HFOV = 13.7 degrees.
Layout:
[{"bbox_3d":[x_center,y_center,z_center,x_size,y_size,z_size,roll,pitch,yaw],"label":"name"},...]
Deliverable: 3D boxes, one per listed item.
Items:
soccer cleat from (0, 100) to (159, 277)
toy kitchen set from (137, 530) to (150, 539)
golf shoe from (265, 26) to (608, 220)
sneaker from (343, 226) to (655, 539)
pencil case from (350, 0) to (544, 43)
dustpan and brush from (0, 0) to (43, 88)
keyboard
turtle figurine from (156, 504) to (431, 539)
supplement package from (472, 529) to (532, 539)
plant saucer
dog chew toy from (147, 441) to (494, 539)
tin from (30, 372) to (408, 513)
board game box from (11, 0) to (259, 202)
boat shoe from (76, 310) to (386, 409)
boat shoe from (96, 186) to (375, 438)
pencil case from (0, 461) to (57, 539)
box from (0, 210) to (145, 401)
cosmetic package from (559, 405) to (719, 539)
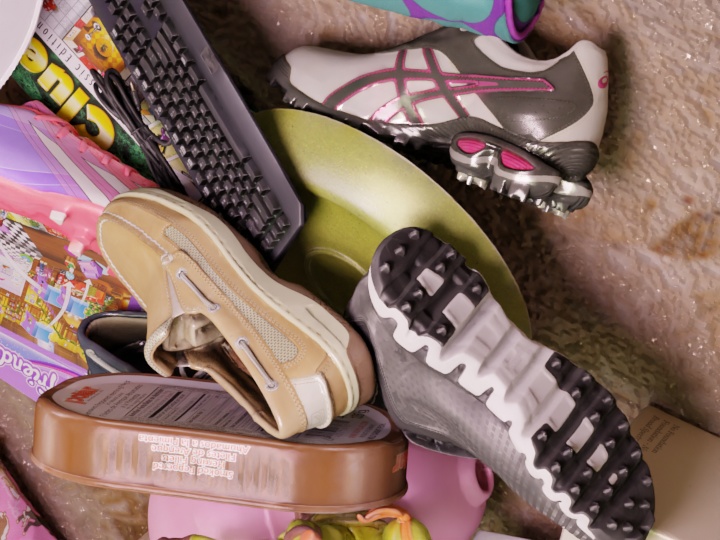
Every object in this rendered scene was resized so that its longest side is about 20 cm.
[{"bbox_3d":[-0.162,-0.053,1.658,0.199,0.077,0.067,18,157,6],"label":"soccer cleat"},{"bbox_3d":[-0.079,0.279,1.739,0.199,0.180,0.164,27,128,22],"label":"toy kitchen set"},{"bbox_3d":[0.044,-0.093,1.538,0.199,0.077,0.089,20,93,32],"label":"golf shoe"},{"bbox_3d":[0.066,0.069,1.508,0.200,0.066,0.090,46,146,-3],"label":"sneaker"},{"bbox_3d":[0.004,-0.180,1.492,0.199,0.085,0.093,19,138,21],"label":"pencil case"},{"bbox_3d":[-0.199,-0.168,1.611,0.200,0.057,0.140,-34,70,38],"label":"dustpan and brush"},{"bbox_3d":[-0.097,-0.079,1.581,0.201,0.021,0.127,60,150,16],"label":"keyboard"},{"bbox_3d":[-0.029,0.149,1.550,0.160,0.200,0.065,-13,75,26],"label":"turtle figurine"},{"bbox_3d":[0.083,0.257,1.599,0.113,0.200,0.110,9,139,28],"label":"supplement package"},{"bbox_3d":[0.000,0.000,1.582,0.199,0.031,0.200,31,152,19],"label":"plant saucer"},{"bbox_3d":[-0.018,0.130,1.664,0.199,0.125,0.125,-14,108,28],"label":"dog chew toy"},{"bbox_3d":[-0.072,0.087,1.541,0.198,0.112,0.042,6,98,11],"label":"tin"},{"bbox_3d":[-0.147,-0.120,1.661,0.200,0.023,0.105,47,132,1],"label":"board game box"},{"bbox_3d":[-0.070,0.057,1.637,0.199,0.075,0.062,11,139,37],"label":"boat shoe"},{"bbox_3d":[-0.083,0.022,1.532,0.200,0.076,0.072,32,144,40],"label":"boat shoe"},{"bbox_3d":[-0.255,0.137,1.834,0.201,0.083,0.087,55,172,-7],"label":"pencil case"},{"bbox_3d":[-0.205,-0.007,1.748,0.199,0.039,0.137,32,127,12],"label":"box"},{"bbox_3d":[0.209,0.159,1.545,0.199,0.104,0.073,23,125,18],"label":"cosmetic package"}]
